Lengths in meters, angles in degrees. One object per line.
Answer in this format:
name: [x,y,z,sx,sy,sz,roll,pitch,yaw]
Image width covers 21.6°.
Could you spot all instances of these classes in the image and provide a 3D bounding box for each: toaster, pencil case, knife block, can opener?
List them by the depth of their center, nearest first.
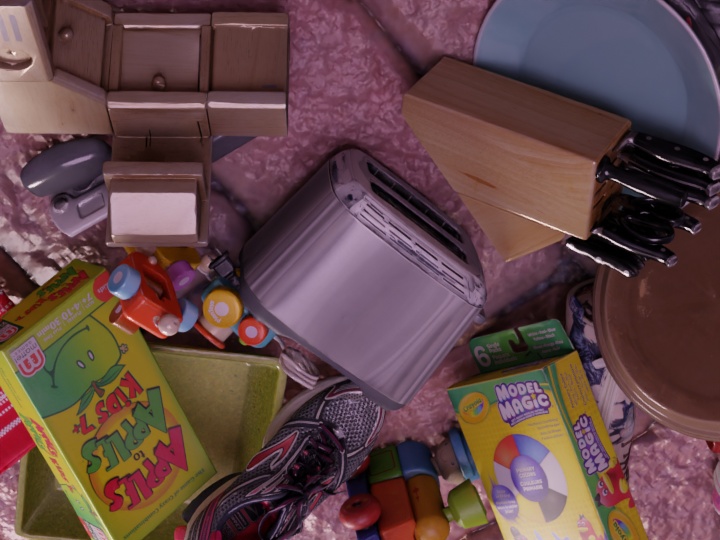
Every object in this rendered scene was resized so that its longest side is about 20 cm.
knife block: [0.149,-0.084,1.328,0.175,0.064,0.200,-26,104,44]
can opener: [-0.150,-0.089,1.375,0.200,0.053,0.066,-26,149,9]
toaster: [0.000,0.000,1.410,0.200,0.114,0.129,37,108,-19]
pencil case: [0.188,0.104,1.491,0.078,0.089,0.200,11,121,7]

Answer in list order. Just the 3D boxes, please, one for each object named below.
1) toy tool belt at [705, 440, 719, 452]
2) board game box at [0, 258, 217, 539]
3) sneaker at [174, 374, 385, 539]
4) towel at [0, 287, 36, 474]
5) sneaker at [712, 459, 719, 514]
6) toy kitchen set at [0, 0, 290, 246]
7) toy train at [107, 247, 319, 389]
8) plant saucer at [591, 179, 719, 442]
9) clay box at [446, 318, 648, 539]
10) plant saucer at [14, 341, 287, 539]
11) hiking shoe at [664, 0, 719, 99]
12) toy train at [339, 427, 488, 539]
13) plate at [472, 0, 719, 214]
toy tool belt: [0.314,0.036,1.436,0.123,0.125,0.200,-10,103,-2]
board game box: [-0.195,0.103,1.409,0.102,0.048,0.200,-41,122,-26]
sneaker: [-0.051,0.163,1.445,0.200,0.075,0.081,-46,105,-13]
towel: [-0.314,0.063,1.444,0.145,0.022,0.200,-34,104,26]
sneaker: [0.333,0.171,1.543,0.088,0.081,0.200,-11,119,1]
toy kitchen set: [-0.151,-0.126,1.253,0.199,0.164,0.181,0,157,0]
toy train: [-0.125,0.032,1.387,0.056,0.150,0.200,-44,133,16]
plant saucer: [0.262,0.025,1.364,0.200,0.029,0.201,-1,88,22]
clay box: [0.141,0.144,1.465,0.115,0.048,0.200,-18,95,50]
plant saucer: [-0.169,0.132,1.512,0.199,0.048,0.200,7,120,-7]
hiking shoe: [0.272,-0.169,1.336,0.101,0.076,0.200,-26,106,5]
toy train: [0.049,0.202,1.480,0.116,0.200,0.085,-21,119,4]
plate: [0.172,-0.126,1.350,0.200,0.026,0.201,20,128,28]
